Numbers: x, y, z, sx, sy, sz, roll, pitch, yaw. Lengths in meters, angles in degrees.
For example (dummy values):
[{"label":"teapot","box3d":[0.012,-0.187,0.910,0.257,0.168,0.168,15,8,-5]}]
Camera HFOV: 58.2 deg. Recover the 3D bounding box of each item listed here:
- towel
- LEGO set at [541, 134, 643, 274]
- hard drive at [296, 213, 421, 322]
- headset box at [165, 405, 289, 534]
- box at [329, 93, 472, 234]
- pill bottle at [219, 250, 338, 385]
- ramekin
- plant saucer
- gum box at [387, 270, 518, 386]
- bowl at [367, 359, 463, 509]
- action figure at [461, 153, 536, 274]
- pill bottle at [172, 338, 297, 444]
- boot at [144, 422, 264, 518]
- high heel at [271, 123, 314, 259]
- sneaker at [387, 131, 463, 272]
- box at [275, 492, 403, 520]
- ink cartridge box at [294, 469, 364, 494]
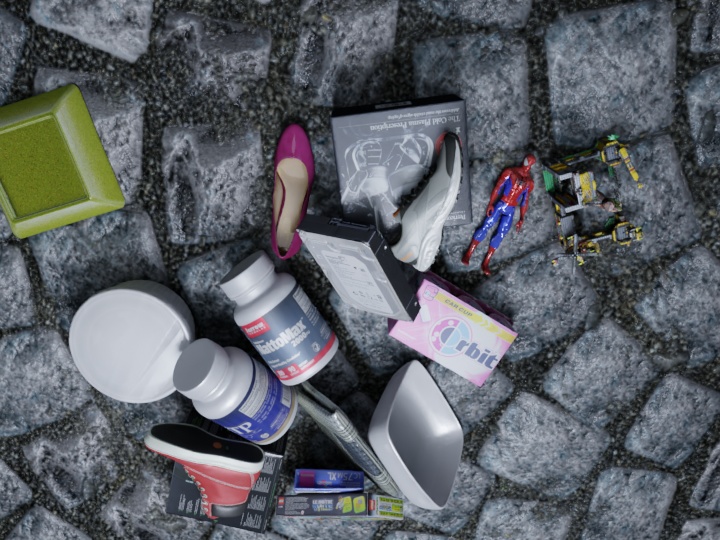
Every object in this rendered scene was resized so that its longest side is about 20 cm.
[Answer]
[{"label":"towel","box3d":[-0.028,0.278,1.096,0.034,0.199,0.193,-41,110,-18]},{"label":"LEGO set","box3d":[0.364,-0.101,0.998,0.151,0.116,0.203,-7,109,2]},{"label":"hard drive","box3d":[0.000,0.000,0.990,0.138,0.038,0.201,13,149,35]},{"label":"headset box","box3d":[-0.244,0.356,1.163,0.197,0.093,0.176,13,109,-5]},{"label":"box","box3d":[0.063,-0.159,0.984,0.197,0.104,0.185,-7,110,2]},{"label":"pill bottle","box3d":[-0.136,0.075,1.055,0.119,0.120,0.201,-32,106,10]},{"label":"ramekin","box3d":[-0.368,0.110,1.078,0.199,0.094,0.205,0,108,0]},{"label":"plant saucer","box3d":[-0.500,-0.162,1.008,0.197,0.048,0.202,-16,109,5]},{"label":"gum box","box3d":[0.157,0.097,1.091,0.198,0.066,0.114,30,107,-10]},{"label":"bowl","box3d":[0.088,0.282,1.098,0.074,0.201,0.201,-23,110,31]},{"label":"action figure","box3d":[0.230,-0.092,1.040,0.065,0.052,0.202,22,105,-4]},{"label":"pill bottle","box3d":[-0.204,0.195,1.055,0.119,0.120,0.200,-35,134,11]},{"label":"boot","box3d":[-0.273,0.341,1.074,0.198,0.073,0.146,20,109,-10]},{"label":"high heel","box3d":[-0.106,-0.120,0.999,0.066,0.096,0.203,1,109,-1]},{"label":"sneaker","box3d":[0.093,-0.098,0.914,0.078,0.074,0.202,18,109,-2]},{"label":"box","box3d":[-0.037,0.406,1.108,0.198,0.035,0.110,-15,151,34]},{"label":"ink cartridge box","box3d":[-0.054,0.376,1.133,0.117,0.200,0.043,2,68,-1]}]
